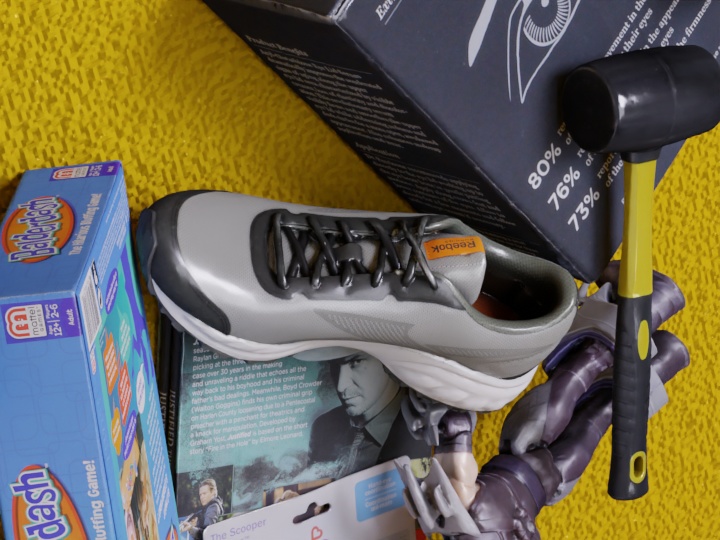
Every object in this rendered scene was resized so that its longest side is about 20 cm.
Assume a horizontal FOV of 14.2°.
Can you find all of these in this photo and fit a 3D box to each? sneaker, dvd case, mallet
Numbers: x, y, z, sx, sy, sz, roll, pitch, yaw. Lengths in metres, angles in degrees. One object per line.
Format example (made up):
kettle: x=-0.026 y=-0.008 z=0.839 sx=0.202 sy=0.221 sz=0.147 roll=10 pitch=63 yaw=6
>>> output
sneaker: x=0.000 y=0.000 z=1.196 sx=0.200 sy=0.079 sz=0.074 roll=13 pitch=55 yaw=-27
dvd case: x=-0.028 y=0.088 z=1.269 sx=0.146 sy=0.022 sz=0.201 roll=-7 pitch=107 yaw=-38
mallet: x=0.125 y=0.000 z=1.227 sx=0.066 sy=0.041 sz=0.201 roll=-21 pitch=118 yaw=-30

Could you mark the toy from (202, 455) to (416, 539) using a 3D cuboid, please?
toy: x=-0.004 y=0.195 z=1.272 sx=0.115 sy=0.047 sz=0.201 roll=-17 pitch=113 yaw=-37

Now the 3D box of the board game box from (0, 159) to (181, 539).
board game box: x=-0.106 y=0.076 z=1.125 sx=0.045 sy=0.152 sz=0.201 roll=-6 pitch=109 yaw=4

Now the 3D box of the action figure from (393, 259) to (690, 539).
action figure: x=0.076 y=0.087 z=1.299 sx=0.200 sy=0.069 sz=0.130 roll=-48 pitch=131 yaw=-31

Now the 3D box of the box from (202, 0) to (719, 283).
box: x=0.052 y=-0.113 z=1.227 sx=0.200 sy=0.104 sz=0.148 roll=44 pitch=74 yaw=-37
